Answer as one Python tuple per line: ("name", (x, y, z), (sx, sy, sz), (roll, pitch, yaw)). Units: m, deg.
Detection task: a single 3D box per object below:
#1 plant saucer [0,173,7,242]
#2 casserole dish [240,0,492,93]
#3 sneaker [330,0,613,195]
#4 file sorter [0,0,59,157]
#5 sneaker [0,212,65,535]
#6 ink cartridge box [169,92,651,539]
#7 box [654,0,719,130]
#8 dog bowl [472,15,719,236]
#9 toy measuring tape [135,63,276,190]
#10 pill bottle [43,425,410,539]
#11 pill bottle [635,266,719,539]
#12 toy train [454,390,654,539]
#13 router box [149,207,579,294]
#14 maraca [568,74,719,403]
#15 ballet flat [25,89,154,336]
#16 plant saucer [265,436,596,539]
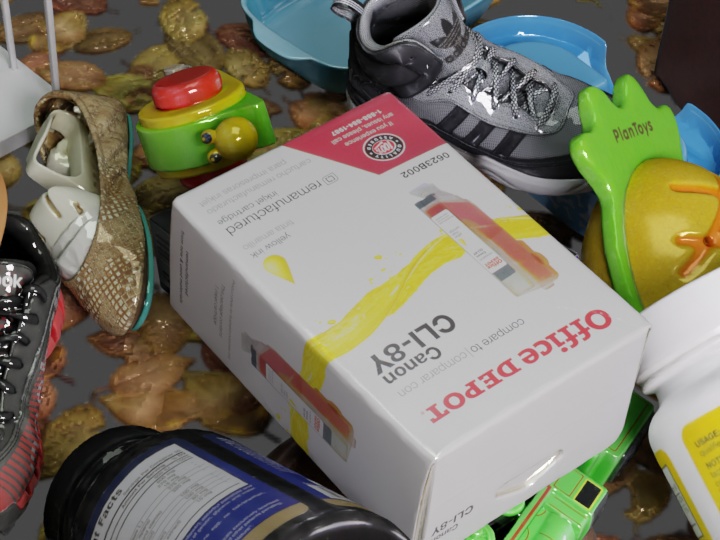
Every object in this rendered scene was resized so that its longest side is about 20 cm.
("plant saucer", (-0.277, 0.003, 1.004), (0.200, 0.037, 0.200), (-23, 42, 23))
("casserole dish", (0.009, -0.181, 1.282), (0.121, 0.039, 0.200), (35, 52, 28))
("sneaker", (0.072, -0.112, 1.101), (0.200, 0.114, 0.076), (16, 65, 24))
("file sorter", (-0.299, -0.161, 1.181), (0.139, 0.125, 0.200), (-33, 56, -31))
("sneaker", (-0.199, 0.048, 0.996), (0.071, 0.098, 0.201), (4, 46, -2))
("ink cartridge box", (0.021, 0.022, 0.922), (0.145, 0.084, 0.200), (-28, 57, -29))
("box", (0.309, -0.140, 1.171), (0.165, 0.164, 0.200), (-13, 47, -16))
("dog bowl", (0.138, -0.086, 1.188), (0.111, 0.050, 0.200), (-29, 54, -28))
("toy measuring tape", (-0.109, -0.092, 1.133), (0.073, 0.074, 0.200), (-15, 19, -18))
("pill bottle", (-0.065, 0.137, 0.866), (0.112, 0.112, 0.200), (-27, 25, -27))
("pill bottle", (0.210, 0.098, 0.911), (0.114, 0.114, 0.200), (-21, 76, -23))
("toy train", (0.089, 0.118, 0.938), (0.056, 0.042, 0.200), (34, 46, 9))
("router box", (0.000, 0.000, 1.064), (0.157, 0.052, 0.200), (-27, 41, -27))
("maraca", (0.171, -0.011, 1.039), (0.137, 0.107, 0.200), (-22, 90, -56))
("ballet flat", (-0.165, -0.038, 1.101), (0.065, 0.071, 0.200), (20, 30, -27))
("plant saucer", (0.026, 0.138, 0.966), (0.200, 0.035, 0.201), (2, 44, -2))
